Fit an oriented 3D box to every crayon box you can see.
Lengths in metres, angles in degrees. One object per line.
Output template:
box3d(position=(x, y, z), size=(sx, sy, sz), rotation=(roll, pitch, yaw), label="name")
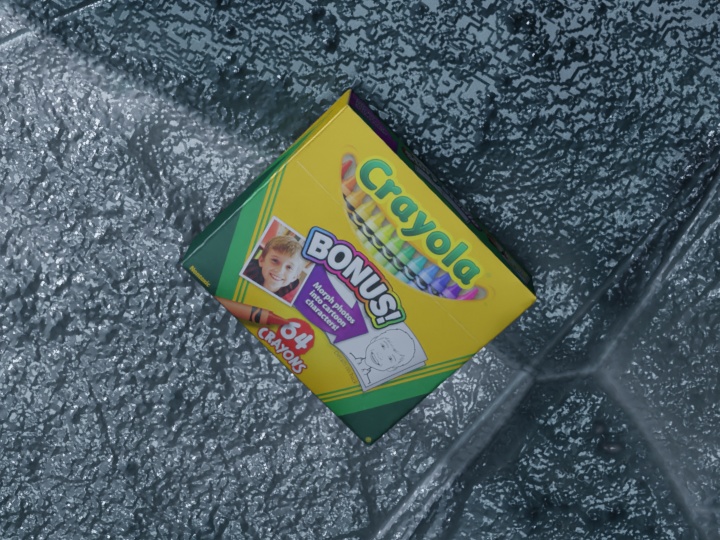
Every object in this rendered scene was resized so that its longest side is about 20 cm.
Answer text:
box3d(position=(0.000, 0.000, 1.272), size=(0.172, 0.058, 0.200), rotation=(-42, 102, 16), label="crayon box")
